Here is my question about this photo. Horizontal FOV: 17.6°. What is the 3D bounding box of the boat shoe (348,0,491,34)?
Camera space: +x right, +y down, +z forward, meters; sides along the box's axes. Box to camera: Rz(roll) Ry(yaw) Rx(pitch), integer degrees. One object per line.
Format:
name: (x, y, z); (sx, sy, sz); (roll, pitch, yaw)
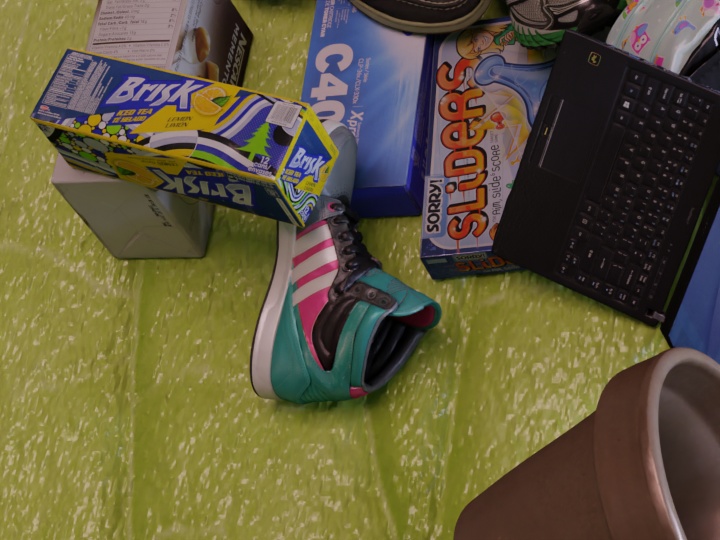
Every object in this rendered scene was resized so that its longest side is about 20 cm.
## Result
boat shoe: (0.006, -0.236, 1.718); (0.201, 0.066, 0.072); (29, 74, 32)

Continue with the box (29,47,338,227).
box: (-0.121, -0.093, 1.599); (0.200, 0.070, 0.064); (16, 69, 26)

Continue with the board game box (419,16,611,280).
board game box: (0.116, -0.093, 1.663); (0.135, 0.034, 0.200); (-7, 59, 18)

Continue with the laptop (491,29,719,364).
laptop: (0.182, -0.028, 1.498); (0.200, 0.177, 0.103); (25, 30, 13)

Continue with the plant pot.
plant pot: (0.157, 0.167, 1.421); (0.174, 0.200, 0.201); (-24, 53, 30)

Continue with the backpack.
backpack: (0.268, -0.158, 1.580); (0.200, 0.167, 0.127); (-42, 31, -4)

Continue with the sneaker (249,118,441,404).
sneaker: (0.000, 0.000, 1.607); (0.121, 0.084, 0.200); (10, 89, 25)

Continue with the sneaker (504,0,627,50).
sneaker: (0.126, -0.220, 1.662); (0.078, 0.085, 0.200); (-24, 33, -8)

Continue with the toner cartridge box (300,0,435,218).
toner cartridge box: (0.007, -0.135, 1.725); (0.095, 0.043, 0.200); (-3, 60, 19)

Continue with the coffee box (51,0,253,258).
coffee box: (-0.153, -0.123, 1.739); (0.080, 0.114, 0.200); (-1, 60, 21)
